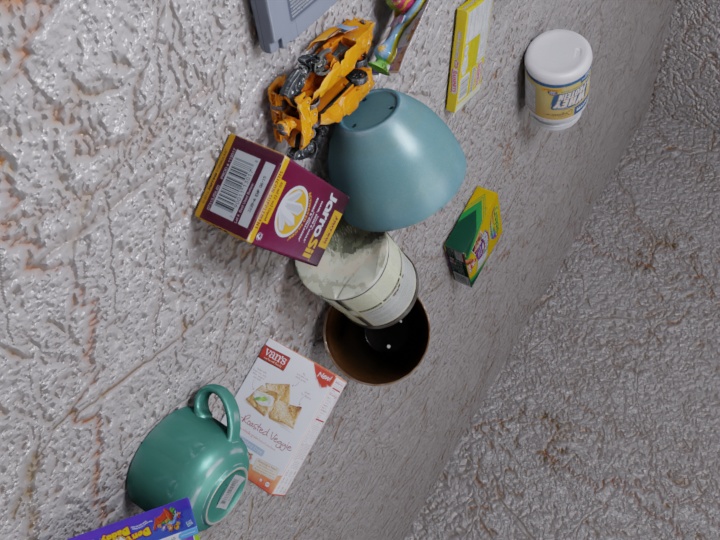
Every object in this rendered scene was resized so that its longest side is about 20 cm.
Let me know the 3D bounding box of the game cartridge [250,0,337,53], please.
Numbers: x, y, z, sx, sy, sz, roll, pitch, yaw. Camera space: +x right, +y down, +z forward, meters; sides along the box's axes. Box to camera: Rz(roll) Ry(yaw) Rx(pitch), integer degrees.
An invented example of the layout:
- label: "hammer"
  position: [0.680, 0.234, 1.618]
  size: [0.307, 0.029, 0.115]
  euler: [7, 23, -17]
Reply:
- label: "game cartridge"
  position: [-0.056, -0.353, 0.841]
  size: [0.200, 0.041, 0.133]
  euler: [-51, 149, -29]

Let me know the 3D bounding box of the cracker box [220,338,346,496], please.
- label: "cracker box"
  position: [-0.130, 0.224, 1.151]
  size: [0.200, 0.134, 0.058]
  euler: [-61, 156, -10]

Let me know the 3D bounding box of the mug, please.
- label: "mug"
  position: [-0.223, 0.268, 1.021]
  size: [0.152, 0.114, 0.186]
  euler: [-35, 144, -49]

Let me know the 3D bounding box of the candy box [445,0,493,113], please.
- label: "candy box"
  position: [0.196, -0.394, 1.349]
  size: [0.102, 0.026, 0.200]
  euler: [-49, 153, -38]

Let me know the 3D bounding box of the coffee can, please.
- label: "coffee can"
  position: [0.000, 0.000, 1.181]
  size: [0.147, 0.146, 0.200]
  euler: [-61, 157, -7]

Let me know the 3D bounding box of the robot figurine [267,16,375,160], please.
- label: "robot figurine"
  position: [-0.049, -0.232, 0.952]
  size: [0.200, 0.058, 0.145]
  euler: [-49, 152, -34]

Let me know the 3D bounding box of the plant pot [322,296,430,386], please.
- label: "plant pot"
  position: [0.039, 0.110, 1.377]
  size: [0.187, 0.186, 0.200]
  euler: [-64, 172, 0]

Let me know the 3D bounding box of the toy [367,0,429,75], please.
- label: "toy"
  position: [0.058, -0.367, 1.022]
  size: [0.047, 0.115, 0.201]
  euler: [20, 95, -22]

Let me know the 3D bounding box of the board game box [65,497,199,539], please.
- label: "board game box"
  position: [-0.298, 0.367, 0.927]
  size: [0.199, 0.045, 0.135]
  euler: [-16, 136, -18]

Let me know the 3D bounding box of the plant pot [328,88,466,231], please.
- label: "plant pot"
  position: [0.035, -0.173, 1.049]
  size: [0.200, 0.200, 0.135]
  euler: [-53, 138, -24]

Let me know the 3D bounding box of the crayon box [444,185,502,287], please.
- label: "crayon box"
  position: [0.276, -0.078, 1.804]
  size: [0.173, 0.058, 0.200]
  euler: [-58, 156, -14]

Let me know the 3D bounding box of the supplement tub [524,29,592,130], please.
- label: "supplement tub"
  position: [0.446, -0.427, 1.696]
  size: [0.145, 0.144, 0.200]
  euler: [-57, 156, -16]

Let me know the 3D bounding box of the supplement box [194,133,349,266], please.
- label: "supplement box"
  position: [-0.105, -0.082, 0.949]
  size: [0.111, 0.085, 0.200]
  euler: [-65, 157, 1]
